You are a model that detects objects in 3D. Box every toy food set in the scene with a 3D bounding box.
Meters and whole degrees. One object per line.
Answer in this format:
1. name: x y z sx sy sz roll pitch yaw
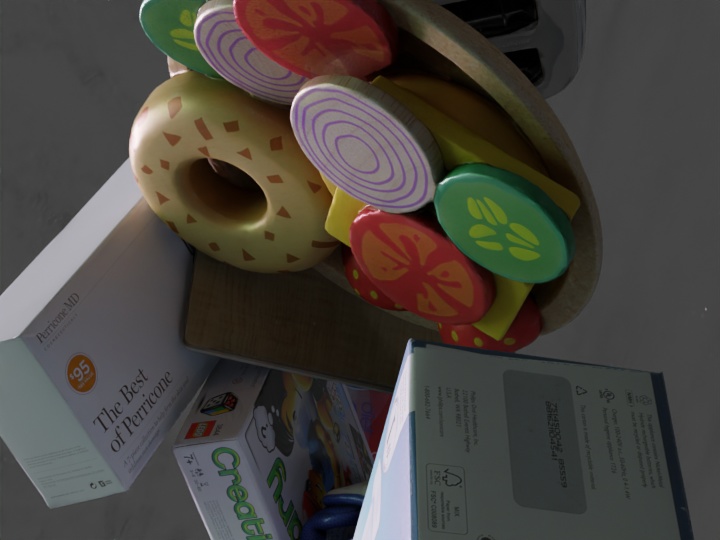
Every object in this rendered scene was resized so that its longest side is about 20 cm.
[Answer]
1. toy food set: 0.000 -0.039 0.607 0.049 0.200 0.198 -53 -9 -29

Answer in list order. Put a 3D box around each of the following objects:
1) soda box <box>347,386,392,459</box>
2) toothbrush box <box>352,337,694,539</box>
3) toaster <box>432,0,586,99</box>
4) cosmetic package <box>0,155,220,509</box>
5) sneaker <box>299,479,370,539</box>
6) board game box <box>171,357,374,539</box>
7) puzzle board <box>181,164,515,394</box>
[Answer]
1. soda box: -0.009 0.100 1.031 0.064 0.070 0.201 109 168 -54
2. toothbrush box: 0.035 0.145 0.491 0.147 0.085 0.201 -90 11 -49
3. toaster: 0.019 -0.136 0.685 0.114 0.199 0.130 77 -177 -55
4. cosmetic package: -0.094 0.007 0.709 0.083 0.050 0.200 58 -144 -21
5. sneaker: 0.017 0.109 0.700 0.200 0.088 0.076 -136 53 -84
6. board game box: -0.021 0.124 0.744 0.126 0.034 0.201 -67 -38 -57
7. puzzle board: 0.003 -0.037 0.741 0.017 0.150 0.201 123 156 -57
